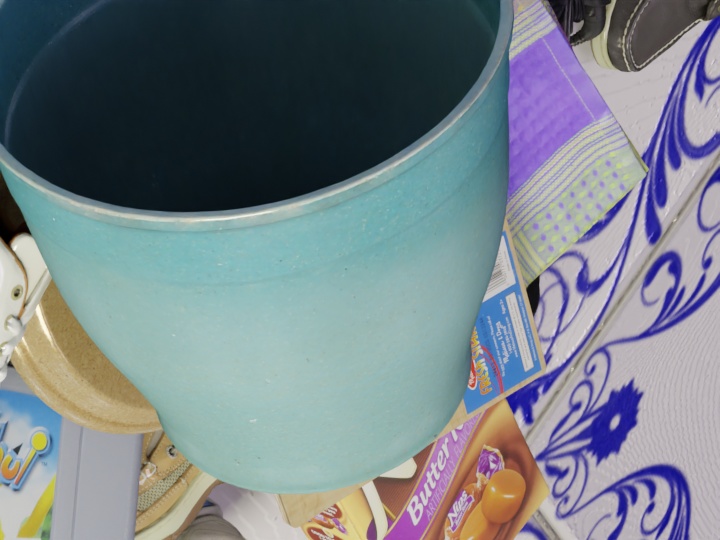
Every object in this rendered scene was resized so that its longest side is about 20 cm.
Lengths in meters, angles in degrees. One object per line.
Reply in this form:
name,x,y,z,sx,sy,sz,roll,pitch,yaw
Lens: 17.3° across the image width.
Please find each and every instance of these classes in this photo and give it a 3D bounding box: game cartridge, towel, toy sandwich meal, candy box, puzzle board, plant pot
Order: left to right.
game cartridge,-0.179,0.103,1.007,0.200,0.040,0.134,7,83,-42
toy sandwich meal,-0.098,-0.026,1.048,0.205,0.070,0.206,-12,107,-44
plant pot,-0.031,-0.023,0.916,0.200,0.200,0.188,-43,142,-28
puzzle board,0.000,0.000,1.065,0.151,0.017,0.200,-30,123,-21
candy box,0.015,0.084,1.185,0.117,0.056,0.200,-50,133,-25
towel,0.048,-0.064,1.096,0.144,0.023,0.200,-43,128,-11

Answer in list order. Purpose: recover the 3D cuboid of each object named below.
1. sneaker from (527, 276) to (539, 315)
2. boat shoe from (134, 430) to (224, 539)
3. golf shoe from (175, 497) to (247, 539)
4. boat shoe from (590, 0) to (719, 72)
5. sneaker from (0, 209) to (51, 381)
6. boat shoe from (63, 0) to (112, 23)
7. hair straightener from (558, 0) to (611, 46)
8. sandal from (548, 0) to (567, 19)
sneaker,0.037,-0.001,1.260,0.199,0.071,0.083,0,119,-51
boat shoe,-0.105,0.081,1.141,0.200,0.072,0.076,-36,124,-43
golf shoe,-0.119,0.175,1.149,0.200,0.097,0.078,-27,135,-39
boat shoe,0.210,-0.188,1.368,0.201,0.066,0.072,-49,145,-20
sneaker,-0.154,0.027,0.933,0.084,0.073,0.200,-8,104,-6
boat shoe,-0.135,-0.182,0.895,0.073,0.063,0.201,-49,147,-41
hair straightener,0.105,-0.177,1.257,0.077,0.041,0.200,-55,154,-37
sandal,0.077,-0.194,1.184,0.045,0.075,0.200,-84,-176,-53
